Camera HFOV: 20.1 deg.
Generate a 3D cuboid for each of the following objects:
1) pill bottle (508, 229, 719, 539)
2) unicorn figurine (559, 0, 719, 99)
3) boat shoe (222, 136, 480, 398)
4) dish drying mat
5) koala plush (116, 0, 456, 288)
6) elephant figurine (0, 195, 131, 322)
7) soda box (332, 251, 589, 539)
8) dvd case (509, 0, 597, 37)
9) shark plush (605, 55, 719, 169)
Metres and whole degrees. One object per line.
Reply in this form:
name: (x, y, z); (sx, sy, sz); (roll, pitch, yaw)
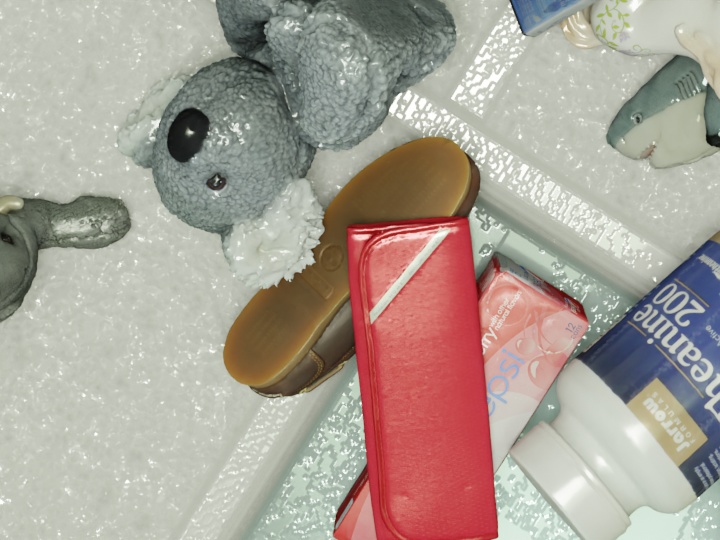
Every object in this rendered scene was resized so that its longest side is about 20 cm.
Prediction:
pill bottle: (0.188, 0.073, 1.216); (0.200, 0.111, 0.111); (-41, 95, -2)
unicorn figurine: (0.199, -0.155, 1.180); (0.074, 0.199, 0.139); (21, 80, -40)
boat shoe: (0.000, 0.000, 1.254); (0.200, 0.070, 0.071); (-43, 61, 12)
dish drying mat: (0.037, 0.069, 1.214); (0.076, 0.018, 0.202); (-6, 103, 1)
koala plush: (-0.054, -0.101, 1.202); (0.177, 0.183, 0.201); (41, 115, 18)
elephant figurine: (-0.263, -0.002, 1.224); (0.199, 0.142, 0.156); (22, 94, 3)
soda box: (0.062, 0.093, 1.265); (0.070, 0.063, 0.201); (31, 100, -2)
dvd case: (0.150, -0.243, 1.166); (0.199, 0.017, 0.144); (-28, 74, 33)
shark plush: (0.223, -0.150, 1.220); (0.083, 0.091, 0.201); (29, 106, 28)
